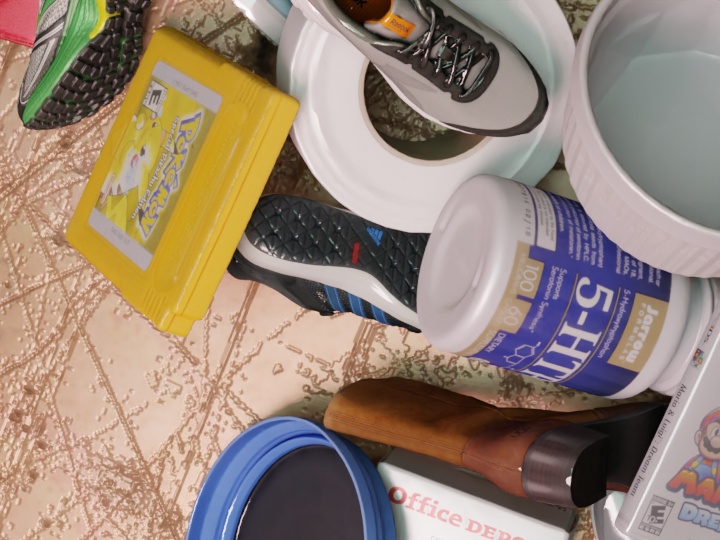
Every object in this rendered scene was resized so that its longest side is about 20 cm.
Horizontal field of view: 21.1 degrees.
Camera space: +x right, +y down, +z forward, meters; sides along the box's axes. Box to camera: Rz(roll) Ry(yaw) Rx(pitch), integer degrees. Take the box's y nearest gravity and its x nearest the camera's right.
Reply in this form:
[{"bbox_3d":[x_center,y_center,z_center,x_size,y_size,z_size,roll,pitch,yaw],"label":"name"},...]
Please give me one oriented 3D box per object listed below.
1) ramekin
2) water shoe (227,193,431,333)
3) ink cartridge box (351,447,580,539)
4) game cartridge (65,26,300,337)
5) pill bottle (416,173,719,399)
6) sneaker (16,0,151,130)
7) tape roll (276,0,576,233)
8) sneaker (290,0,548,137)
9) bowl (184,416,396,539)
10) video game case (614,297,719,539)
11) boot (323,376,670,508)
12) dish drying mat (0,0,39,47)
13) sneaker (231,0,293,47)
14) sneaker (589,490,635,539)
[{"bbox_3d":[0.220,-0.091,1.219,0.199,0.105,0.201,3,68,-8],"label":"ramekin"},{"bbox_3d":[0.000,0.000,1.368,0.199,0.079,0.072,22,65,-14],"label":"water shoe"},{"bbox_3d":[0.053,0.241,1.356,0.146,0.083,0.201,19,95,9],"label":"ink cartridge box"},{"bbox_3d":[-0.128,-0.065,1.331,0.032,0.200,0.177,21,97,-31],"label":"game cartridge"},{"bbox_3d":[0.149,0.019,1.284,0.199,0.120,0.120,16,96,-21],"label":"pill bottle"},{"bbox_3d":[-0.197,-0.187,1.379,0.085,0.078,0.201,40,116,23],"label":"sneaker"},{"bbox_3d":[0.044,-0.131,1.312,0.201,0.071,0.204,-2,106,-9],"label":"tape roll"},{"bbox_3d":[0.037,-0.145,1.229,0.200,0.079,0.074,33,96,-18],"label":"sneaker"},{"bbox_3d":[-0.049,0.203,1.340,0.200,0.039,0.202,-17,67,46],"label":"bowl"},{"bbox_3d":[0.288,0.120,1.291,0.199,0.024,0.183,21,97,-24],"label":"video game case"},{"bbox_3d":[0.103,0.112,1.333,0.199,0.188,0.069,12,108,35],"label":"boot"},{"bbox_3d":[-0.235,-0.266,1.416,0.076,0.018,0.201,15,95,8],"label":"dish drying mat"},{"bbox_3d":[-0.080,-0.252,1.363,0.082,0.074,0.201,-33,88,13],"label":"sneaker"},{"bbox_3d":[0.214,0.232,1.309,0.083,0.121,0.201,-32,85,9],"label":"sneaker"}]
